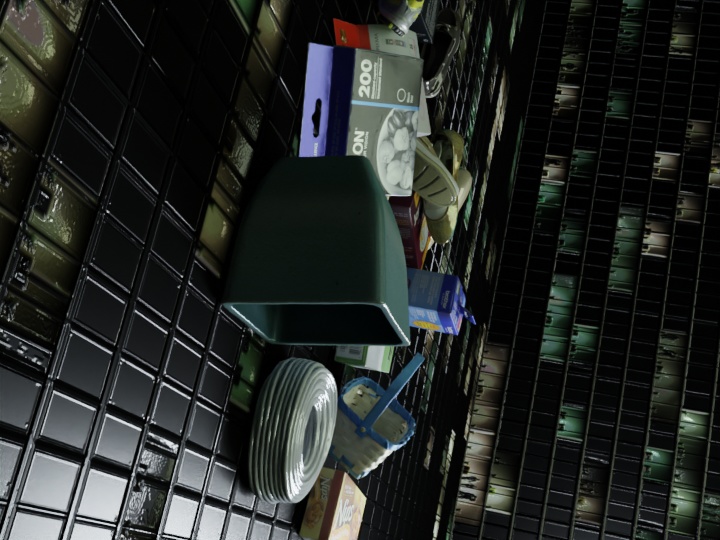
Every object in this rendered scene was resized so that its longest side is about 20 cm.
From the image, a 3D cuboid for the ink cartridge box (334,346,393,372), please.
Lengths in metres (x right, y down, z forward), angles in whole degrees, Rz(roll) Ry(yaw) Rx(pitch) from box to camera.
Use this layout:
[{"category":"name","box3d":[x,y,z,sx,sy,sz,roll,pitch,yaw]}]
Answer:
[{"category":"ink cartridge box","box3d":[0.013,0.118,1.716,0.200,0.058,0.106,33,66,-74]}]

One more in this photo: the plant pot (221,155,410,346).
[{"category":"plant pot","box3d":[-0.041,-0.028,1.212,0.196,0.193,0.203,57,36,-68]}]

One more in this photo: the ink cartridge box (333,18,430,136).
[{"category":"ink cartridge box","box3d":[0.036,-0.285,1.461,0.199,0.056,0.166,-6,88,-66]}]

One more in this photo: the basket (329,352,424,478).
[{"category":"basket","box3d":[0.030,0.232,1.633,0.201,0.139,0.176,-49,172,15]}]

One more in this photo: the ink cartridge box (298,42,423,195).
[{"category":"ink cartridge box","box3d":[0.003,-0.206,1.370,0.198,0.043,0.202,-4,103,-43]}]

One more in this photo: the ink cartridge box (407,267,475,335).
[{"category":"ink cartridge box","box3d":[0.115,0.054,1.795,0.137,0.197,0.078,59,42,-66]}]

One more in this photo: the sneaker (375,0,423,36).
[{"category":"sneaker","box3d":[0.065,-0.429,1.487,0.075,0.076,0.202,30,32,-30]}]

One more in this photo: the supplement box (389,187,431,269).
[{"category":"supplement box","box3d":[0.073,-0.095,1.776,0.201,0.084,0.112,77,26,-53]}]

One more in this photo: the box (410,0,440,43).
[{"category":"box","box3d":[0.094,-0.507,1.656,0.141,0.077,0.204,41,58,-76]}]

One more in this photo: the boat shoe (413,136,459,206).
[{"category":"boat shoe","box3d":[0.097,-0.194,1.659,0.200,0.074,0.069,43,46,-18]}]

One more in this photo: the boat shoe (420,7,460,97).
[{"category":"boat shoe","box3d":[0.155,-0.440,1.944,0.057,0.066,0.203,68,36,-70]}]

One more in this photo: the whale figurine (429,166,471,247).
[{"category":"whale figurine","box3d":[0.157,-0.139,2.098,0.202,0.103,0.159,-62,175,24]}]

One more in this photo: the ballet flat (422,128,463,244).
[{"category":"ballet flat","box3d":[0.138,-0.151,1.728,0.071,0.069,0.204,27,71,-74]}]

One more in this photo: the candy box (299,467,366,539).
[{"category":"candy box","box3d":[-0.044,0.416,1.667,0.201,0.054,0.117,66,35,-62]}]

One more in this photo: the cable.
[{"category":"cable","box3d":[-0.092,0.223,1.357,0.201,0.068,0.203,71,31,-60]}]
